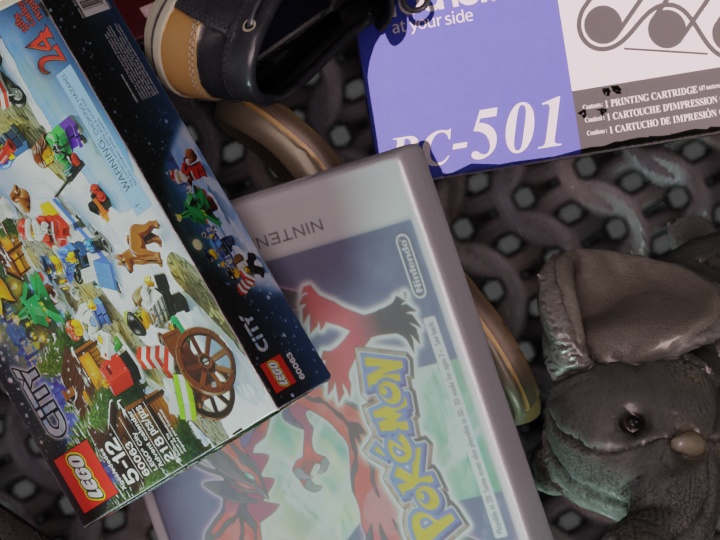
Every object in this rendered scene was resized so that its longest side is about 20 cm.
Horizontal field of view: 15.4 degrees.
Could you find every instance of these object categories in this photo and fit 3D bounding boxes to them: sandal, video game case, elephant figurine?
[{"bbox_3d":[0.000,0.000,1.170,0.200,0.080,0.054,45,81,5],"label":"sandal"},{"bbox_3d":[-0.021,0.065,1.105,0.182,0.023,0.201,-16,96,33],"label":"video game case"},{"bbox_3d":[0.122,0.051,1.088,0.199,0.155,0.142,-15,87,-30],"label":"elephant figurine"}]

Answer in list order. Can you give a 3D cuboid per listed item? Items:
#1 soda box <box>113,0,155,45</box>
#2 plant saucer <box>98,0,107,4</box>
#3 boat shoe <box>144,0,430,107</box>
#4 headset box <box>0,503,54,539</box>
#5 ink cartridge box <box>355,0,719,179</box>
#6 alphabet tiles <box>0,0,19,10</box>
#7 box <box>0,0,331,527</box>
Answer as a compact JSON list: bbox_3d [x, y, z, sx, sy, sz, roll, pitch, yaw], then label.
[{"bbox_3d":[-0.109,-0.199,1.162,0.070,0.063,0.201,-15,93,1],"label":"soda box"},{"bbox_3d":[-0.030,-0.172,1.094,0.199,0.070,0.019,-23,133,-1],"label":"plant saucer"},{"bbox_3d":[-0.002,-0.132,1.109,0.062,0.075,0.200,25,54,37],"label":"boat shoe"},{"bbox_3d":[-0.153,0.199,1.157,0.149,0.075,0.200,-47,125,5],"label":"headset box"},{"bbox_3d":[0.099,-0.098,1.178,0.199,0.044,0.095,-10,92,3],"label":"ink cartridge box"},{"bbox_3d":[-0.173,-0.189,1.007,0.199,0.015,0.196,-27,104,-3],"label":"alphabet tiles"},{"bbox_3d":[-0.113,-0.010,1.092,0.136,0.038,0.201,-33,86,41],"label":"box"}]
